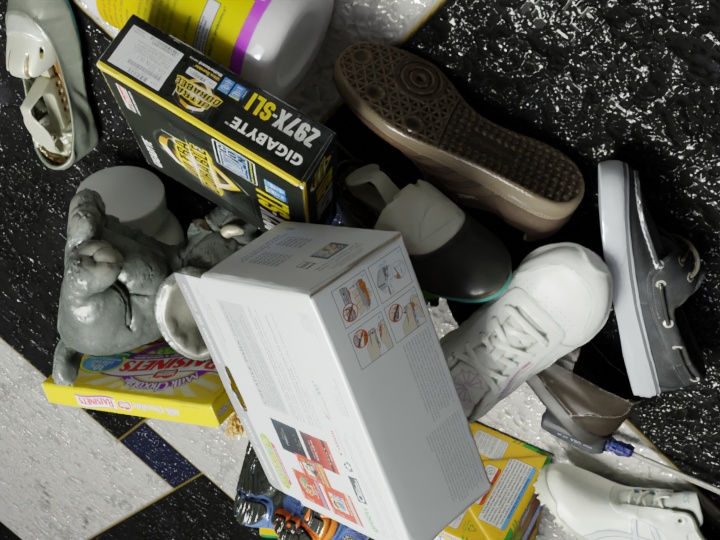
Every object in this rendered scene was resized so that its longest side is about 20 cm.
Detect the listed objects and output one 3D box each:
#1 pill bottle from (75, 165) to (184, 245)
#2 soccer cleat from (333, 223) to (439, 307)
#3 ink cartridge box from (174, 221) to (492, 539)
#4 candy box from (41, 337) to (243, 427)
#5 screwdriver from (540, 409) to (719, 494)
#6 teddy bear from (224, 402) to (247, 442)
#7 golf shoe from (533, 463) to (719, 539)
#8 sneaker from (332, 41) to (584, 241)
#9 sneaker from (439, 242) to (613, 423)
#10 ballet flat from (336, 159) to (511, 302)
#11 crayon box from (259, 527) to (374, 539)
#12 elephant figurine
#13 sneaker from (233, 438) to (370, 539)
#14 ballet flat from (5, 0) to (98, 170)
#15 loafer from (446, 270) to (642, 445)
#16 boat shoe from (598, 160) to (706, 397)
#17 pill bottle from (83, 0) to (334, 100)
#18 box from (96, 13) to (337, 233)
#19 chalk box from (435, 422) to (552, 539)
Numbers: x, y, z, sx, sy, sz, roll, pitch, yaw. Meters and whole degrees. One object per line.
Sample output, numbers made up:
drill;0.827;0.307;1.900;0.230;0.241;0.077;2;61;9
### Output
pill bottle;-0.224;0.001;1.049;0.111;0.111;0.201;22;137;19
soccer cleat;0.000;0.000;0.875;0.200;0.067;0.082;-5;94;61
ink cartridge box;-0.022;0.073;0.748;0.175;0.084;0.201;9;126;51
candy box;-0.171;0.086;0.926;0.199;0.102;0.027;2;123;33
screwdriver;0.248;0.159;0.915;0.199;0.028;0.029;17;110;21
teddy bear;-0.110;0.069;0.981;0.145;0.201;0.067;-33;132;17
golf shoe;0.254;0.212;0.944;0.199;0.078;0.097;28;126;2
sneaker;0.060;-0.083;0.771;0.200;0.071;0.076;34;148;6
sneaker;0.103;0.060;0.760;0.075;0.100;0.200;42;132;1
ballet flat;0.031;-0.036;0.789;0.200;0.068;0.069;31;160;54
crayon box;-0.034;0.147;0.995;0.058;0.201;0.118;11;165;-44
elephant figurine;-0.149;0.008;0.911;0.199;0.142;0.155;6;145;-17
sneaker;-0.050;0.194;0.912;0.078;0.076;0.200;17;179;-28
ballet flat;-0.279;-0.173;0.952;0.067;0.064;0.201;20;139;21
loafer;0.148;0.048;0.849;0.200;0.073;0.071;43;130;-10
boat shoe;0.210;0.008;0.756;0.066;0.070;0.201;-9;121;16
pill bottle;-0.126;-0.204;0.761;0.199;0.104;0.104;30;143;8
box;-0.095;-0.088;0.784;0.159;0.049;0.200;29;168;5
chalk box;0.100;0.258;1.056;0.123;0.125;0.201;20;141;21
